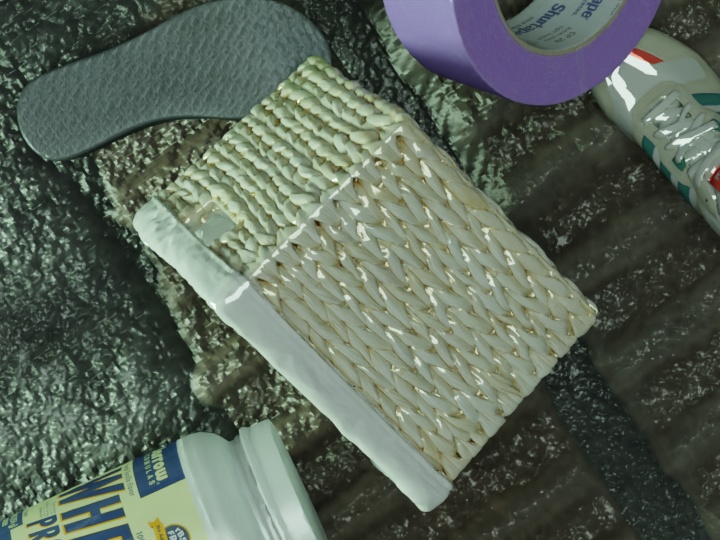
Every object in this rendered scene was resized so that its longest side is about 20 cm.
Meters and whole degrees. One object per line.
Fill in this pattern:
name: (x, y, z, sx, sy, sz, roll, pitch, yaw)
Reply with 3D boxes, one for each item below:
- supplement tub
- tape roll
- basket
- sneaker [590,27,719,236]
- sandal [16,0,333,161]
supplement tub: (-0.122, 0.187, 1.745, 0.200, 0.145, 0.145, -25, 97, 0)
tape roll: (0.103, -0.202, 1.694, 0.200, 0.066, 0.201, -19, 120, -38)
basket: (0.000, 0.000, 1.686, 0.161, 0.198, 0.200, -47, 114, -1)
sneaker: (0.218, -0.076, 1.757, 0.070, 0.093, 0.200, -42, 97, 2)
sandal: (-0.115, -0.121, 1.768, 0.200, 0.043, 0.076, -12, 89, 7)
